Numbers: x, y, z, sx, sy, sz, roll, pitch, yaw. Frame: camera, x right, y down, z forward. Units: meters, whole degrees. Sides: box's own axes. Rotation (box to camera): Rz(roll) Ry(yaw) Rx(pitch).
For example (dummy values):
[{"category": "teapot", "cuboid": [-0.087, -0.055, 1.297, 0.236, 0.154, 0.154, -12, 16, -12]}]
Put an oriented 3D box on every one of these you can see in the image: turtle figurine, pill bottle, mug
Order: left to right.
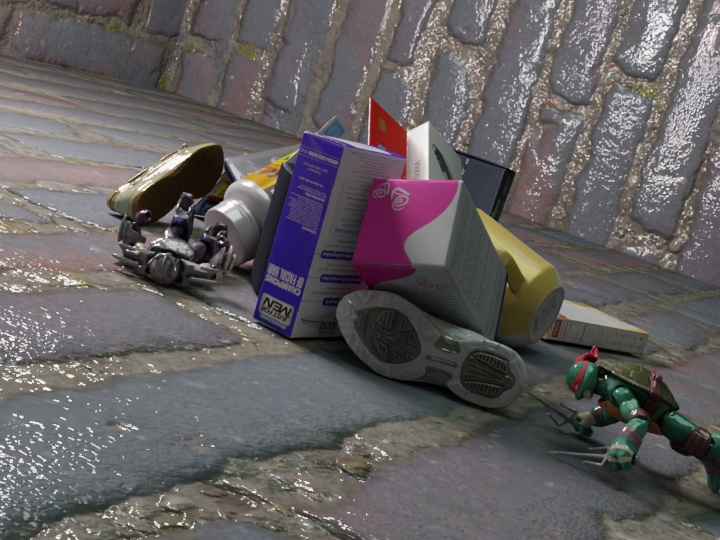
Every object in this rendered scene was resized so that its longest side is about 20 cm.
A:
[{"category": "pill bottle", "cuboid": [-0.096, -0.082, 1.431, 0.199, 0.110, 0.109, -32, 40, -34]}, {"category": "mug", "cuboid": [0.165, 0.022, 1.433, 0.153, 0.150, 0.186, 32, 20, 27]}, {"category": "turtle figurine", "cuboid": [0.251, 0.139, 1.040, 0.199, 0.101, 0.150, 24, 10, 6]}]

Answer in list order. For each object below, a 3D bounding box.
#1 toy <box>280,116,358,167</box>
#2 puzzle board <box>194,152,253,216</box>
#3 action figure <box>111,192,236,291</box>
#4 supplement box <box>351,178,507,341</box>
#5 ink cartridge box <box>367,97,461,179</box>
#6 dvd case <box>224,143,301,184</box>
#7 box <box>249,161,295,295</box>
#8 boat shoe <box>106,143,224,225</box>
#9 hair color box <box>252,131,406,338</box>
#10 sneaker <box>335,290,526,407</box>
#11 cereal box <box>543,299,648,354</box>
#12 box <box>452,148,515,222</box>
[{"category": "toy", "cuboid": [0.006, -0.086, 1.404, 0.201, 0.115, 0.047, 53, -33, -13]}, {"category": "puzzle board", "cuboid": [-0.138, -0.112, 1.691, 0.199, 0.150, 0.018, 7, 55, -45]}, {"category": "action figure", "cuboid": [-0.199, -0.027, 1.249, 0.129, 0.070, 0.200, 26, 13, -3]}, {"category": "supplement box", "cuboid": [0.077, -0.001, 1.175, 0.100, 0.104, 0.200, 4, -25, 23]}, {"category": "ink cartridge box", "cuboid": [0.077, -0.122, 1.540, 0.044, 0.201, 0.176, -22, -44, 28]}, {"category": "dvd case", "cuboid": [-0.082, -0.094, 1.537, 0.149, 0.025, 0.201, -13, 52, -22]}, {"category": "box", "cuboid": [-0.015, -0.026, 1.325, 0.198, 0.149, 0.104, 14, 11, -14]}, {"category": "boat shoe", "cuboid": [-0.259, -0.126, 1.541, 0.062, 0.074, 0.200, 15, 30, 27]}, {"category": "hair color box", "cuboid": [-0.032, -0.034, 1.171, 0.064, 0.202, 0.109, 21, 10, 35]}, {"category": "sneaker", "cuboid": [0.068, 0.079, 1.142, 0.199, 0.078, 0.099, 26, 2, 4]}, {"category": "cereal box", "cuboid": [0.301, 0.072, 1.653, 0.199, 0.040, 0.144, 10, 12, -34]}, {"category": "box", "cuboid": [0.137, -0.088, 1.784, 0.157, 0.202, 0.051, 23, 7, 27]}]
